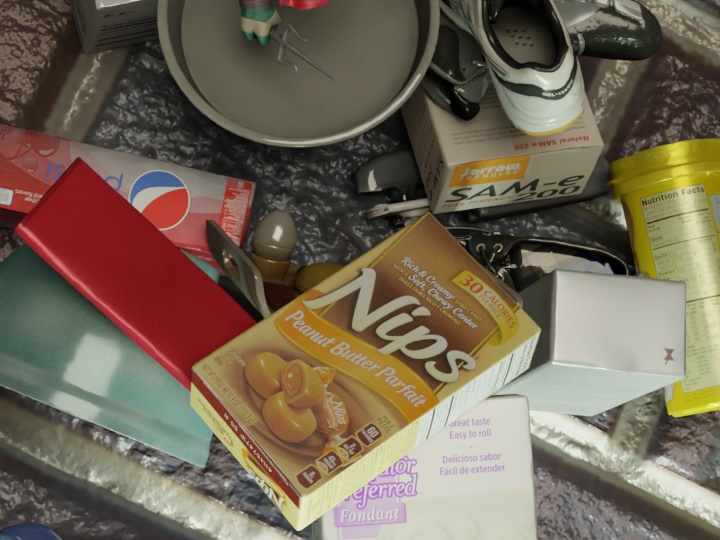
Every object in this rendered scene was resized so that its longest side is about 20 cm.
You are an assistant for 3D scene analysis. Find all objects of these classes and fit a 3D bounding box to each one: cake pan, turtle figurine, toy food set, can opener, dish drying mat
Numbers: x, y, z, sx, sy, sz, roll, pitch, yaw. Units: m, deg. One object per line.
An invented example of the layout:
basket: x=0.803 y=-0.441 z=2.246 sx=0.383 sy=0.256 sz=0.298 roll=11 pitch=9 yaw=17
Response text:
cake pan: x=-0.044 y=-0.178 z=1.453 sx=0.200 sy=0.037 sz=0.201 roll=0 pitch=75 yaw=-1
turtle figurine: x=-0.037 y=-0.239 z=1.404 sx=0.150 sy=0.101 sz=0.200 roll=-34 pitch=73 yaw=-9
toy food set: x=0.000 y=0.000 z=1.444 sx=0.200 sy=0.144 sz=0.061 roll=5 pitch=104 yaw=-20
can opener: x=0.095 y=-0.073 z=1.586 sx=0.200 sy=0.053 sz=0.067 roll=-11 pitch=87 yaw=-16
dish drying mat: x=-0.133 y=0.018 z=1.337 sx=0.200 sy=0.018 sz=0.077 roll=43 pitch=53 yaw=-8

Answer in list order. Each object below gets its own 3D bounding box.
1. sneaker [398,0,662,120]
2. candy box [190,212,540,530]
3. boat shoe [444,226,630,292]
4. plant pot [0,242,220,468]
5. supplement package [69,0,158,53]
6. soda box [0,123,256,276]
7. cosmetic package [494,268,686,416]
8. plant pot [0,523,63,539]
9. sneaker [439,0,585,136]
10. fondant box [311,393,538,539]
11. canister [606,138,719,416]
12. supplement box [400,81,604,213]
sneaker: x=0.114 y=-0.153 z=1.493 sx=0.200 sy=0.075 sz=0.116 roll=12 pitch=64 yaw=9
candy box: x=0.003 y=0.062 z=1.310 sx=0.200 sy=0.055 sz=0.115 roll=-34 pitch=68 yaw=-23
boat shoe: x=0.112 y=-0.003 z=1.574 sx=0.200 sy=0.057 sz=0.069 roll=3 pitch=78 yaw=-13
plant pot: x=-0.176 y=0.038 z=1.414 sx=0.200 sy=0.200 sz=0.134 roll=23 pitch=84 yaw=-7
supplement package: x=-0.156 y=-0.288 z=1.544 sx=0.156 sy=0.111 sz=0.200 roll=-14 pitch=82 yaw=-15
soda box: x=-0.183 y=-0.051 z=1.509 sx=0.200 sy=0.070 sz=0.064 roll=13 pitch=77 yaw=-10
cosmetic package: x=0.157 y=0.056 z=1.497 sx=0.101 sy=0.200 sz=0.071 roll=6 pitch=77 yaw=-12
plant pot: x=-0.236 y=0.289 z=1.367 sx=0.200 sy=0.200 sz=0.180 roll=44 pitch=66 yaw=-1
sneaker: x=0.101 y=-0.193 z=1.426 sx=0.076 sy=0.088 sz=0.200 roll=-28 pitch=64 yaw=-6
fondant box: x=0.042 y=0.186 z=1.352 sx=0.144 sy=0.058 sz=0.200 roll=-3 pitch=85 yaw=-7
canister: x=0.275 y=0.005 z=1.576 sx=0.148 sy=0.086 sz=0.200 roll=-4 pitch=80 yaw=-46
supplement box: x=0.093 y=-0.151 z=1.566 sx=0.126 sy=0.074 sz=0.200 roll=-8 pitch=62 yaw=-14
